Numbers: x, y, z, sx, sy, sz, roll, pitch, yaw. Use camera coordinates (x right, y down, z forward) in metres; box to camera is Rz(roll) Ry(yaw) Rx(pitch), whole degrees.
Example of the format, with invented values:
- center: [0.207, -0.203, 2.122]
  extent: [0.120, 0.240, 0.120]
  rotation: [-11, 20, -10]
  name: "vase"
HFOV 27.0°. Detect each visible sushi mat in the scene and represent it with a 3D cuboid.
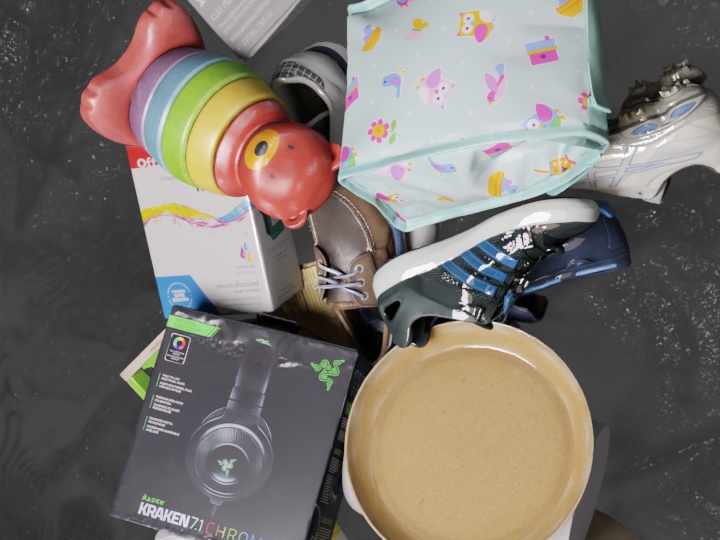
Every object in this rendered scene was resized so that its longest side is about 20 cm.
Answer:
- center: [-0.030, 0.087, 1.379]
  extent: [0.095, 0.012, 0.201]
  rotation: [-10, 107, 28]
  name: "sushi mat"

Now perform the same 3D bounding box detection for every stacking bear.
- center: [-0.102, -0.108, 1.185]
  extent: [0.199, 0.114, 0.122]
  rotation: [33, 83, 30]
  name: "stacking bear"

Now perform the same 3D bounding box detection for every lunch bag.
- center: [0.093, -0.139, 1.120]
  extent: [0.199, 0.172, 0.122]
  rotation: [-14, 150, 29]
  name: "lunch bag"

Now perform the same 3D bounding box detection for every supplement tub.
- center: [0.099, 0.162, 1.275]
  extent: [0.199, 0.145, 0.146]
  rotation: [15, 118, 18]
  name: "supplement tub"

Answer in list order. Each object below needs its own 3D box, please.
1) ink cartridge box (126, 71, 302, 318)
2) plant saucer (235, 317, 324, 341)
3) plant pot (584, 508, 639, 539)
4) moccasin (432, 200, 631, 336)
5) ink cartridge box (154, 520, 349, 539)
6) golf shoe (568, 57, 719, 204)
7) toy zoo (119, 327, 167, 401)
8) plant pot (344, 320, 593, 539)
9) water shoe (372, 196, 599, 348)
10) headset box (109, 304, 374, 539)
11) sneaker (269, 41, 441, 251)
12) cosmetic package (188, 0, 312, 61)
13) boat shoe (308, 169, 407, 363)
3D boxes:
- center: [-0.131, -0.065, 1.320]
  extent: [0.115, 0.067, 0.202]
  rotation: [-5, 105, 26]
  name: "ink cartridge box"
- center: [-0.097, 0.139, 1.343]
  extent: [0.198, 0.029, 0.202]
  rotation: [-3, 76, 11]
  name: "plant saucer"
- center: [0.152, 0.328, 1.293]
  extent: [0.186, 0.200, 0.189]
  rotation: [9, 115, 20]
  name: "plant pot"
- center: [0.129, 0.016, 1.233]
  extent: [0.199, 0.080, 0.069]
  rotation: [-30, 90, 33]
  name: "moccasin"
- center: [-0.080, 0.293, 1.435]
  extent: [0.144, 0.084, 0.201]
  rotation: [-19, 113, 31]
  name: "ink cartridge box"
- center: [0.194, -0.080, 1.170]
  extent: [0.199, 0.078, 0.097]
  rotation: [-20, 116, 36]
  name: "golf shoe"
- center: [-0.127, 0.137, 1.434]
  extent: [0.200, 0.020, 0.131]
  rotation: [47, 129, -1]
  name: "toy zoo"
- center: [0.086, 0.139, 1.193]
  extent: [0.198, 0.028, 0.202]
  rotation: [-4, 71, 12]
  name: "plant pot"
- center: [0.105, 0.004, 1.174]
  extent: [0.199, 0.071, 0.080]
  rotation: [-22, 78, 30]
  name: "water shoe"
- center: [-0.094, 0.138, 1.279]
  extent: [0.173, 0.093, 0.201]
  rotation: [14, 80, 14]
  name: "headset box"
- center: [-0.008, -0.091, 1.251]
  extent: [0.076, 0.081, 0.201]
  rotation: [-31, 99, 30]
  name: "sneaker"
- center: [-0.115, -0.285, 1.211]
  extent: [0.200, 0.090, 0.107]
  rotation: [45, 125, -3]
  name: "cosmetic package"
- center: [0.000, 0.000, 1.245]
  extent: [0.072, 0.073, 0.201]
  rotation: [3, 140, 31]
  name: "boat shoe"
